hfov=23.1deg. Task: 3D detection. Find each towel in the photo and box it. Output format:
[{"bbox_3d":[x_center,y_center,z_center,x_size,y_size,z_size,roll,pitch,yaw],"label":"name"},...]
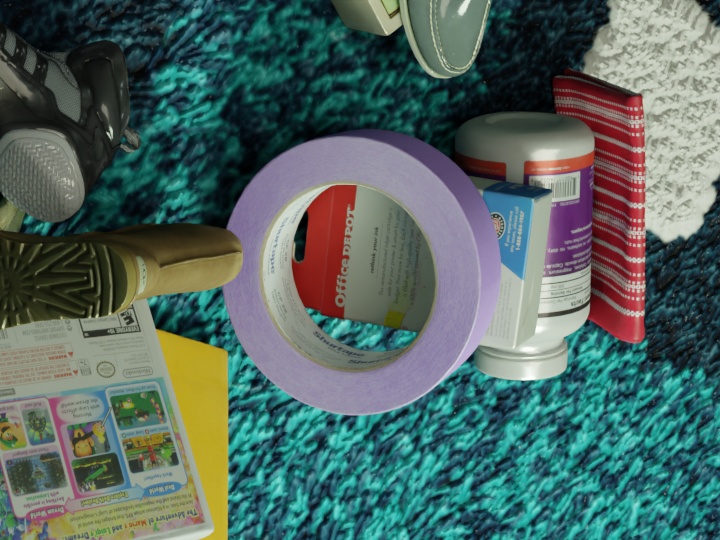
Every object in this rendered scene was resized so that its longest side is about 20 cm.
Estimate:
[{"bbox_3d":[0.192,-0.053,1.424,0.022,0.145,0.203,-8,107,-17],"label":"towel"}]

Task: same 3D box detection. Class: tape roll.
[{"bbox_3d":[0.000,0.000,1.285,0.066,0.198,0.203,-25,123,-69],"label":"tape roll"}]

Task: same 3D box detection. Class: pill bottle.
[{"bbox_3d":[0.130,-0.020,1.410,0.111,0.112,0.203,-9,108,-30],"label":"pill bottle"}]

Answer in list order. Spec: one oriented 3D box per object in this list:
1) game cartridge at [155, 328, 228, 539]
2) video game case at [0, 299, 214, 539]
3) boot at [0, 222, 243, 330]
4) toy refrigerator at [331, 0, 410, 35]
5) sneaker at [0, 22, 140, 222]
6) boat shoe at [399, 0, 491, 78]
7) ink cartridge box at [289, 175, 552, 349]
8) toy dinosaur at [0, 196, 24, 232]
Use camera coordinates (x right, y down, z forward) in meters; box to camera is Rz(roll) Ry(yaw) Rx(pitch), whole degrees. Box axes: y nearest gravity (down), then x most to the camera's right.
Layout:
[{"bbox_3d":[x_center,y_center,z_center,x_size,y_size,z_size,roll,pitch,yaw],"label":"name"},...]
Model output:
[{"bbox_3d":[-0.171,0.131,1.243,0.175,0.032,0.202,19,58,-34],"label":"game cartridge"},{"bbox_3d":[-0.204,0.109,1.187,0.199,0.024,0.184,-6,72,-44],"label":"video game case"},{"bbox_3d":[-0.191,0.000,1.188,0.200,0.173,0.067,-21,116,-74],"label":"boot"},{"bbox_3d":[0.061,-0.268,1.326,0.200,0.070,0.076,-40,121,-17],"label":"toy refrigerator"},{"bbox_3d":[-0.229,-0.138,1.179,0.201,0.075,0.114,55,47,-10],"label":"sneaker"},{"bbox_3d":[0.075,-0.232,1.267,0.072,0.062,0.202,-11,115,-35],"label":"boat shoe"},{"bbox_3d":[0.038,-0.017,1.341,0.067,0.198,0.118,-24,123,-68],"label":"ink cartridge box"},{"bbox_3d":[-0.264,-0.013,1.204,0.088,0.047,0.202,26,88,-48],"label":"toy dinosaur"}]
